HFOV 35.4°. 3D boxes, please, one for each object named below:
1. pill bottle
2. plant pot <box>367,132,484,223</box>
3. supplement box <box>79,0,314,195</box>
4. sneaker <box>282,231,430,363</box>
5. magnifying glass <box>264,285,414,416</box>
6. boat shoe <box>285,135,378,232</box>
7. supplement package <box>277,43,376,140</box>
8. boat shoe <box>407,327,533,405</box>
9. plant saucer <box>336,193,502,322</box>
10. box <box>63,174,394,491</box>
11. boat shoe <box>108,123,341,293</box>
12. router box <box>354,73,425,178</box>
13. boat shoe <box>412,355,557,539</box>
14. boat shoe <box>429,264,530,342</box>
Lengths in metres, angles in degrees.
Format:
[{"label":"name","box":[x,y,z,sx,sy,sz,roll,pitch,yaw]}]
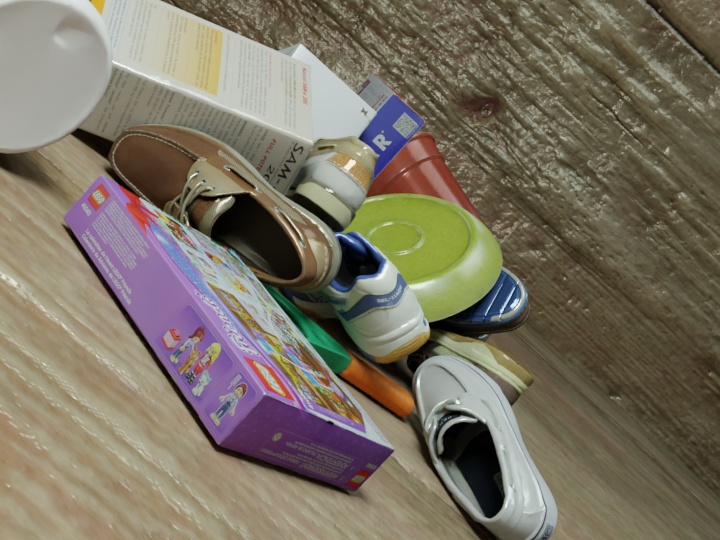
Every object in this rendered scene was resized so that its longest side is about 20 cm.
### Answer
[{"label":"pill bottle","box":[-0.244,-0.170,0.702,0.200,0.113,0.113,48,9,37]},{"label":"plant pot","box":[0.113,-0.113,2.069,0.195,0.201,0.201,52,10,16]},{"label":"supplement box","box":[-0.142,-0.148,0.932,0.200,0.074,0.126,21,36,-19]},{"label":"sneaker","box":[-0.013,-0.003,0.930,0.200,0.075,0.088,29,-34,52]},{"label":"magnifying glass","box":[-0.029,0.062,0.880,0.200,0.022,0.080,36,9,-34]},{"label":"boat shoe","box":[-0.027,-0.075,0.985,0.075,0.068,0.200,38,-6,-14]},{"label":"supplement package","box":[-0.091,-0.154,1.199,0.109,0.114,0.200,39,-13,-22]},{"label":"boat shoe","box":[0.082,0.098,1.027,0.073,0.065,0.200,41,-13,-12]},{"label":"plant saucer","box":[0.033,-0.020,1.060,0.200,0.200,0.031,-129,-154,-49]},{"label":"box","box":[-0.079,0.037,0.666,0.200,0.039,0.137,48,8,36]},{"label":"boat shoe","box":[-0.106,-0.050,0.845,0.200,0.076,0.072,29,12,9]},{"label":"router box","box":[-0.024,-0.123,1.275,0.049,0.200,0.180,40,9,-16]},{"label":"boat shoe","box":[0.084,0.127,0.874,0.065,0.074,0.200,37,11,-39]},{"label":"boat shoe","box":[0.099,0.036,1.104,0.200,0.072,0.072,9,-33,54]}]
